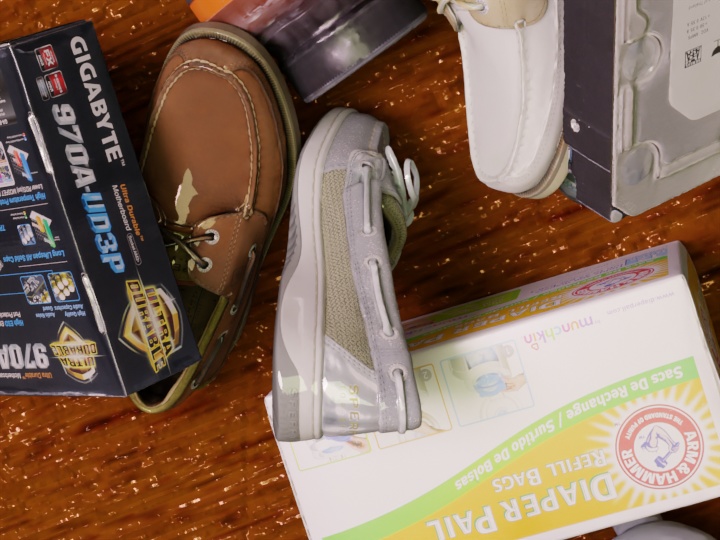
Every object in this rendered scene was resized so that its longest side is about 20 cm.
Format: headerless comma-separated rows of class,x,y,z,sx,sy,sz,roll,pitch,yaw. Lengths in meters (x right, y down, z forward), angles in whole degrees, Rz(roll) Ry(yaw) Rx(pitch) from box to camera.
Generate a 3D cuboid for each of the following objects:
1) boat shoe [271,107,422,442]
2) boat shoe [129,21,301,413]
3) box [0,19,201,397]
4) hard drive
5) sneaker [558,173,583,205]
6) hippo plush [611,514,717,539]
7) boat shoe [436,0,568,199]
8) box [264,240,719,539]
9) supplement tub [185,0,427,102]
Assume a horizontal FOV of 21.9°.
boat shoe,0.000,-0.001,0.828,0.065,0.202,0.074,4,127,3
boat shoe,-0.074,-0.016,0.855,0.072,0.068,0.200,16,130,10
box,-0.169,-0.022,0.860,0.200,0.046,0.159,-5,106,50
hard drive,0.145,-0.129,0.743,0.140,0.038,0.200,-24,131,-25
sneaker,0.128,-0.121,0.829,0.079,0.096,0.200,21,105,3
hippo plush,0.098,0.171,0.872,0.159,0.161,0.200,32,136,24
boat shoe,0.060,-0.133,0.831,0.068,0.075,0.200,2,89,-31
box,0.072,0.067,0.871,0.200,0.112,0.101,-17,96,10
supplement tub,-0.054,-0.176,0.837,0.107,0.107,0.200,-35,97,14
